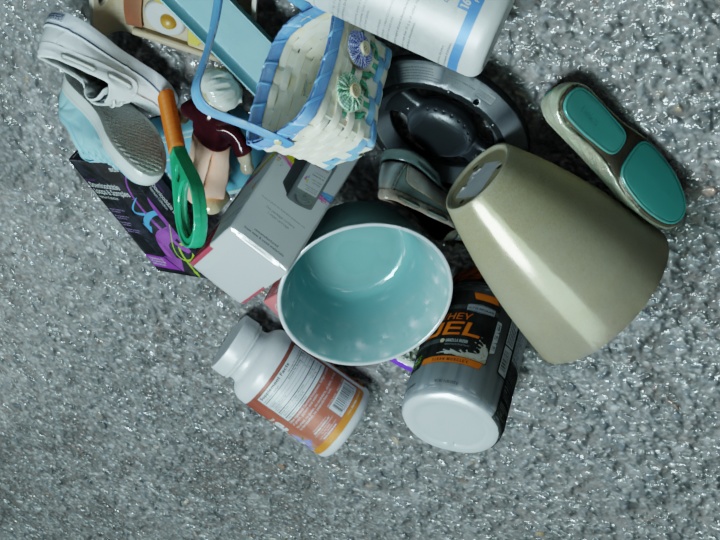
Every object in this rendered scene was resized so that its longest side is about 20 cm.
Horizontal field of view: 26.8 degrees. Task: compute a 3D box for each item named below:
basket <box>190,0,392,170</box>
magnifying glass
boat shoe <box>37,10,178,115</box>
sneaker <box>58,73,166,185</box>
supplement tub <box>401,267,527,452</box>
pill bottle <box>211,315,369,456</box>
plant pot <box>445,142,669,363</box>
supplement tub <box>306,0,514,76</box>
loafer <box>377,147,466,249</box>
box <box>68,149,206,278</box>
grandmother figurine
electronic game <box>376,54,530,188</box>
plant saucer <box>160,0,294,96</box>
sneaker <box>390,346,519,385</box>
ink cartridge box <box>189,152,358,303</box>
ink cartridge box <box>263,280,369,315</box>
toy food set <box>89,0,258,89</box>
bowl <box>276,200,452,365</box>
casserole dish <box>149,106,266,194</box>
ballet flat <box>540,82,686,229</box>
[{"bbox_3d":[-0.072,-0.208,1.543,0.199,0.177,0.139,21,155,-26],"label":"basket"},{"bbox_3d":[-0.202,-0.117,1.705,0.022,0.201,0.080,-5,152,-23],"label":"magnifying glass"},{"bbox_3d":[-0.293,-0.221,1.733,0.073,0.066,0.200,6,160,46],"label":"boat shoe"},{"bbox_3d":[-0.295,-0.152,1.789,0.200,0.074,0.082,51,134,33],"label":"sneaker"},{"bbox_3d":[0.128,0.102,1.770,0.122,0.201,0.123,12,142,9],"label":"supplement tub"},{"bbox_3d":[-0.096,0.151,2.021,0.200,0.112,0.112,36,139,-9],"label":"pill bottle"},{"bbox_3d":[0.192,-0.036,1.600,0.200,0.188,0.187,42,138,-20],"label":"plant pot"},{"bbox_3d":[0.050,-0.285,1.468,0.199,0.132,0.132,24,140,3],"label":"supplement tub"},{"bbox_3d":[0.080,-0.063,1.698,0.072,0.063,0.200,0,152,42],"label":"loafer"},{"bbox_3d":[-0.269,-0.075,1.905,0.143,0.036,0.200,7,139,53],"label":"box"},{"bbox_3d":[-0.169,-0.151,1.722,0.121,0.061,0.200,29,142,14],"label":"grandmother figurine"},{"bbox_3d":[0.090,-0.159,1.646,0.199,0.042,0.200,19,148,12],"label":"electronic game"},{"bbox_3d":[-0.136,-0.254,1.627,0.070,0.019,0.200,-24,125,36],"label":"plant saucer"},{"bbox_3d":[0.096,0.131,1.927,0.199,0.070,0.100,25,142,5],"label":"sneaker"},{"bbox_3d":[-0.090,-0.077,1.691,0.085,0.200,0.148,35,152,-10],"label":"ink cartridge box"},{"bbox_3d":[-0.012,0.024,1.875,0.116,0.068,0.200,44,137,-18],"label":"ink cartridge box"},{"bbox_3d":[-0.206,-0.284,1.665,0.199,0.061,0.144,20,139,10],"label":"toy food set"},{"bbox_3d":[0.000,0.000,1.733,0.200,0.105,0.202,-4,126,-5],"label":"bowl"},{"bbox_3d":[-0.192,-0.136,1.830,0.199,0.039,0.121,-8,129,34],"label":"casserole dish"},{"bbox_3d":[0.266,-0.123,1.586,0.200,0.067,0.062,47,164,-16],"label":"ballet flat"}]
